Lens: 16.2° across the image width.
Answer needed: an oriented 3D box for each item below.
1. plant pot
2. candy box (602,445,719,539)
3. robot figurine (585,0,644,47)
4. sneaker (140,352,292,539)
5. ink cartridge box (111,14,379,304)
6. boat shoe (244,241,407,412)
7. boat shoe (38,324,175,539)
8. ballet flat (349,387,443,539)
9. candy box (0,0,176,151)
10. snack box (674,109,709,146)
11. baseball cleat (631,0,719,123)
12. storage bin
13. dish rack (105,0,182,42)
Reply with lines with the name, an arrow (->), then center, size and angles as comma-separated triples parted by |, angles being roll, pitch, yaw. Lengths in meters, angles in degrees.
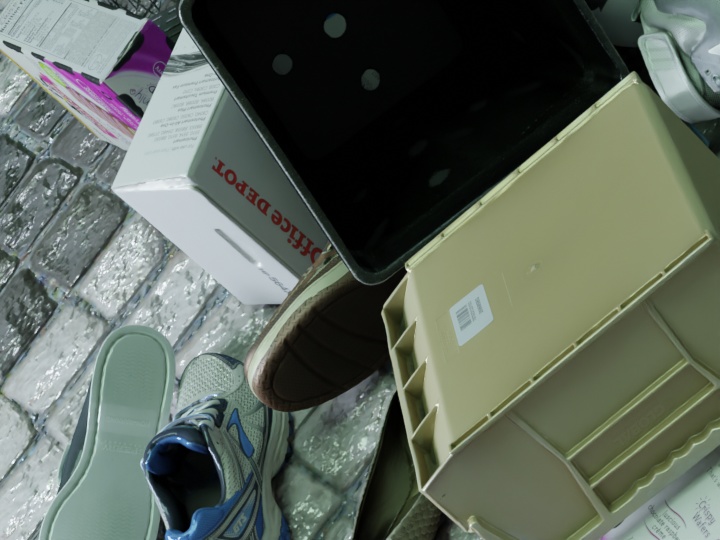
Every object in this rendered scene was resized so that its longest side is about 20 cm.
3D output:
plant pot -> 0.005, -0.141, 1.511 | 0.199, 0.201, 0.177 | -37, 18, -7
candy box -> 0.169, 0.170, 1.223 | 0.200, 0.061, 0.137 | -44, 33, 9
robot figurine -> 0.138, -0.206, 1.567 | 0.125, 0.151, 0.200 | -44, 33, -15
sneaker -> -0.092, 0.112, 1.558 | 0.077, 0.085, 0.201 | -36, 36, 18
ink cartridge box -> -0.058, -0.098, 1.664 | 0.084, 0.146, 0.201 | -4, 54, 45
boat shoe -> 0.003, 0.004, 1.571 | 0.202, 0.075, 0.075 | -41, 34, -8
boat shoe -> -0.159, 0.137, 1.633 | 0.060, 0.075, 0.201 | 115, 173, -74
ballet flat -> 0.026, 0.115, 1.458 | 0.067, 0.046, 0.201 | -9, 51, 42
candy box -> -0.172, -0.136, 1.834 | 0.061, 0.136, 0.200 | -53, 34, -8
snack box -> 0.127, 0.008, 1.456 | 0.116, 0.037, 0.201 | -13, 49, 41
baseball cleat -> 0.233, -0.114, 1.425 | 0.200, 0.069, 0.107 | 44, 115, 40
storage bin -> 0.117, 0.026, 1.305 | 0.198, 0.094, 0.200 | -41, 25, 15
dish rack -> -0.157, -0.245, 1.992 | 0.153, 0.054, 0.201 | -25, 42, 32
